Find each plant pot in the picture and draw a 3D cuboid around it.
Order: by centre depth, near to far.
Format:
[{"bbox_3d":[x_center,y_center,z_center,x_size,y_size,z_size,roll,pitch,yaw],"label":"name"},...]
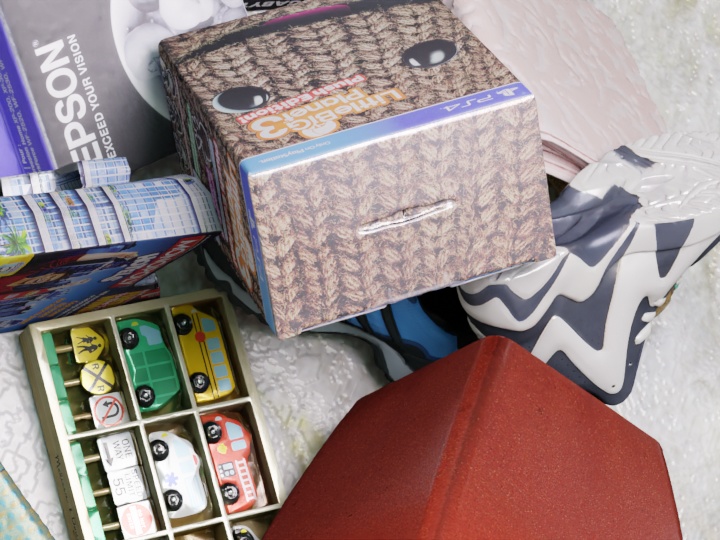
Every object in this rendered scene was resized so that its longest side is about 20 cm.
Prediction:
[{"bbox_3d":[0.064,0.156,1.465,0.199,0.199,0.177,33,52,-25],"label":"plant pot"}]

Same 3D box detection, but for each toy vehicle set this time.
[{"bbox_3d":[-0.109,0.117,1.505,0.123,0.026,0.202,-12,80,-25],"label":"toy vehicle set"}]

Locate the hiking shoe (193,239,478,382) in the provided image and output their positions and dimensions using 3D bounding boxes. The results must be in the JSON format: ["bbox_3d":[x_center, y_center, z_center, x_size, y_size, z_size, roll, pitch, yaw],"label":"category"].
[{"bbox_3d":[0.000,0.000,1.542,0.199,0.087,0.075,26,43,-16],"label":"hiking shoe"}]

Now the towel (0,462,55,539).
[{"bbox_3d":[-0.219,0.193,1.428,0.146,0.022,0.201,-35,89,-14],"label":"towel"}]

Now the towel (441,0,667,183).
[{"bbox_3d":[0.115,-0.115,1.576,0.190,0.032,0.201,27,31,-41],"label":"towel"}]

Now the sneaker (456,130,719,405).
[{"bbox_3d":[0.150,0.008,1.496,0.198,0.130,0.080,-26,45,-17],"label":"sneaker"}]

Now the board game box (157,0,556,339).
[{"bbox_3d":[-0.006,-0.068,1.445,0.158,0.200,0.098,-16,119,-12],"label":"board game box"}]

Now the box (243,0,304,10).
[{"bbox_3d":[-0.123,-0.253,1.596,0.197,0.050,0.202,-7,78,-23],"label":"box"}]

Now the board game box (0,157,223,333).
[{"bbox_3d":[-0.173,-0.013,1.449,0.199,0.200,0.062,-9,79,-38],"label":"board game box"}]

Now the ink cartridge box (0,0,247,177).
[{"bbox_3d":[-0.167,-0.148,1.506,0.199,0.043,0.199,-25,106,-20],"label":"ink cartridge box"}]

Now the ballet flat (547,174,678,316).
[{"bbox_3d":[0.115,-0.047,1.632,0.072,0.068,0.201,-34,93,-7],"label":"ballet flat"}]
